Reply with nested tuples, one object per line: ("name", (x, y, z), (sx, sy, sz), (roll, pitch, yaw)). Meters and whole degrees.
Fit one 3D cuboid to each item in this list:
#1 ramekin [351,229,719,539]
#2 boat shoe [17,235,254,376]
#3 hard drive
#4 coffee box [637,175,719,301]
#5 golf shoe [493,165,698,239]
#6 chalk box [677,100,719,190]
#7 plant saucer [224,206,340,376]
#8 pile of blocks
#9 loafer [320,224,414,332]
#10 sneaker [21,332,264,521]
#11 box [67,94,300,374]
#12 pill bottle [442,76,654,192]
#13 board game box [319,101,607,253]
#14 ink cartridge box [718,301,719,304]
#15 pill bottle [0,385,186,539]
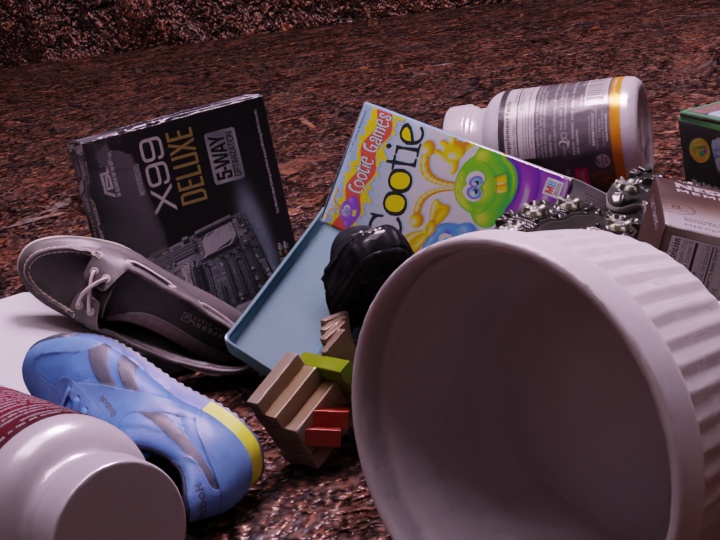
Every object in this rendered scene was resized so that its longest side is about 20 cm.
("ramekin", (0.100, 0.074, 0.685), (0.105, 0.202, 0.199), (-14, 15, -43))
("boat shoe", (-0.167, 0.027, 1.068), (0.199, 0.067, 0.057), (24, 5, -15))
("hard drive", (-0.230, 0.079, 1.016), (0.199, 0.027, 0.132), (27, 29, 31))
("coffee box", (0.270, 0.013, 0.853), (0.199, 0.080, 0.114), (14, 19, 5))
("golf shoe", (0.163, -0.008, 0.959), (0.199, 0.089, 0.077), (-15, 33, -37))
("chalk box", (0.311, -0.066, 0.982), (0.123, 0.201, 0.125), (-14, 18, -14))
("plant saucer", (-0.041, 0.021, 1.112), (0.070, 0.019, 0.200), (33, 41, 1))
("pile of blocks", (0.019, 0.066, 0.939), (0.199, 0.083, 0.062), (-25, 22, -40))
("loafer", (0.000, 0.000, 1.008), (0.068, 0.071, 0.201), (-17, -13, -7))
("sneaker", (-0.158, 0.099, 0.891), (0.199, 0.066, 0.078), (25, 34, 28))
("box", (-0.136, -0.029, 1.137), (0.157, 0.201, 0.050), (-17, 14, -23))
("pill bottle", (0.191, -0.130, 1.410), (0.199, 0.117, 0.116), (-5, 18, 21))
("board game box", (0.086, -0.044, 1.075), (0.199, 0.104, 0.105), (25, 5, 36))
("ink cartridge box", (0.147, 0.075, 0.771), (0.199, 0.118, 0.067), (8, 23, 44))
("pill bottle", (-0.192, 0.131, 0.803), (0.113, 0.114, 0.199), (-24, 21, -38))
